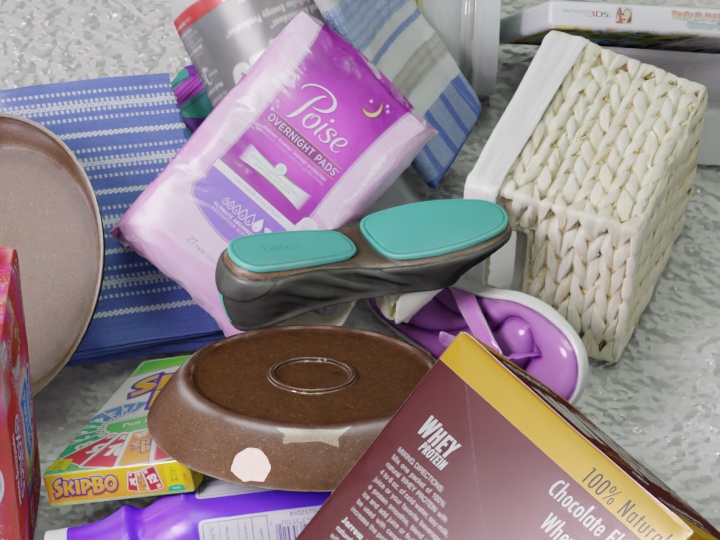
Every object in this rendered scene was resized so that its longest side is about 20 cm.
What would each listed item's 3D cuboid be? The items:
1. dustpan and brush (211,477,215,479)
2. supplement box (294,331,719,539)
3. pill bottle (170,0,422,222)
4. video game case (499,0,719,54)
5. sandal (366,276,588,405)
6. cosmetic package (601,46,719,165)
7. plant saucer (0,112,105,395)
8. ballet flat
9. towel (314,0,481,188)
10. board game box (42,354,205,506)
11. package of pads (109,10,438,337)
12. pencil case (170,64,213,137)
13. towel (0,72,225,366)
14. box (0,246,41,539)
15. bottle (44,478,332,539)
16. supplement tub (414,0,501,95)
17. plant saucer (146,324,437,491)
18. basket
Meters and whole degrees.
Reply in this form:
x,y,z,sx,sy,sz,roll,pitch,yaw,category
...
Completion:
x,y,z,sx,sy,sz,roll,pitch,yaw,category
0.005,0.104,1.708,0.199,0.057,0.140,-9,40,-13,dustpan and brush
0.085,0.182,1.483,0.200,0.133,0.197,-52,52,4,supplement box
-0.041,-0.115,1.862,0.114,0.114,0.201,-24,86,-28,pill bottle
0.207,-0.179,1.990,0.181,0.023,0.200,2,2,-8,video game case
0.066,0.046,1.767,0.050,0.083,0.202,-18,30,-38,sandal
0.252,-0.119,1.998,0.199,0.051,0.083,4,37,4,cosmetic package
-0.242,-0.002,1.762,0.200,0.201,0.032,30,9,30,plant saucer
0.000,0.000,1.722,0.199,0.069,0.068,-8,36,-18,ballet flat
0.018,-0.166,1.867,0.024,0.201,0.147,-26,12,23,towel
-0.118,0.092,1.684,0.095,0.030,0.200,-8,15,18,board game box
-0.056,-0.060,1.767,0.120,0.200,0.076,42,2,-2,package of pads
-0.165,-0.073,1.894,0.085,0.093,0.200,31,46,31,pencil case
-0.169,-0.035,1.814,0.144,0.024,0.201,-8,71,-25,towel
-0.246,0.091,1.604,0.095,0.201,0.100,0,39,0,box
-0.087,0.167,1.608,0.199,0.084,0.065,-7,25,0,bottle
0.004,-0.196,2.009,0.199,0.146,0.145,3,39,1,supplement tub
-0.029,0.076,1.621,0.199,0.035,0.200,1,20,0,plant saucer
0.153,-0.050,1.845,0.123,0.136,0.200,15,41,13,basket
